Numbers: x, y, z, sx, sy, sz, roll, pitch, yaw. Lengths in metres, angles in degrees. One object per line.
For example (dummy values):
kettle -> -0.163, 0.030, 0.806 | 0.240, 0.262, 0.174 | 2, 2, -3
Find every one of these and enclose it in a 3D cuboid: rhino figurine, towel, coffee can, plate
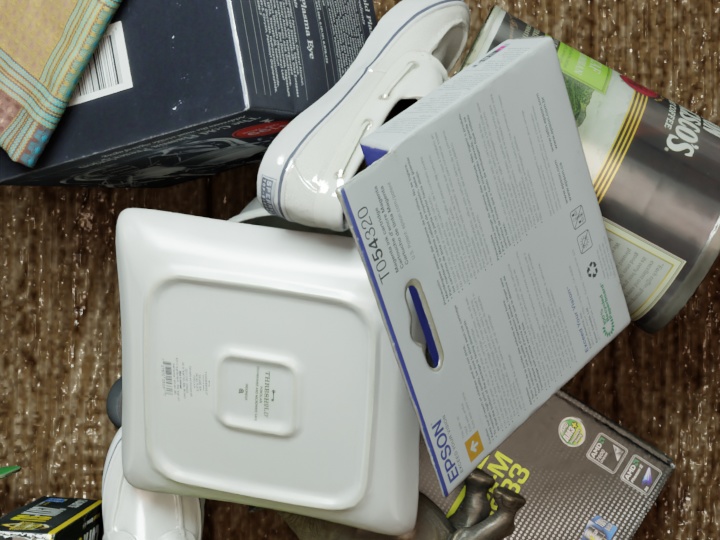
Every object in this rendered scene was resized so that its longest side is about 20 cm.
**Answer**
rhino figurine -> 0.002, 0.153, 0.964 | 0.199, 0.060, 0.088 | 20, 95, 4
towel -> -0.194, -0.182, 0.848 | 0.147, 0.022, 0.200 | 38, 106, 25
coffee can -> 0.143, -0.067, 0.982 | 0.199, 0.146, 0.147 | 28, 86, -1
plate -> -0.060, 0.069, 0.893 | 0.199, 0.032, 0.200 | 8, 115, 12

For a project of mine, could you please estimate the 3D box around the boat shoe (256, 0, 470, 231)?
boat shoe -> 0.023, -0.095, 0.866 | 0.070, 0.071, 0.200 | 23, 51, 26

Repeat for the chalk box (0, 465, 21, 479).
chalk box -> -0.330, 0.130, 0.960 | 0.199, 0.125, 0.125 | 11, 86, -1

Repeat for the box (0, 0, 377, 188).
box -> -0.110, -0.122, 0.919 | 0.199, 0.182, 0.105 | -12, 87, 29

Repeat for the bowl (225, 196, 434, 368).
bowl -> 0.000, 0.000, 0.953 | 0.200, 0.201, 0.091 | 22, 53, -1

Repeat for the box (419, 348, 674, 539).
box -> 0.086, 0.165, 1.017 | 0.193, 0.048, 0.200 | 33, 86, -2

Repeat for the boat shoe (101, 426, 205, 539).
boat shoe -> -0.139, 0.201, 0.981 | 0.073, 0.065, 0.201 | -4, 97, -5

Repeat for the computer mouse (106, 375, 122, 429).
computer mouse -> -0.078, 0.086, 1.025 | 0.199, 0.034, 0.059 | -2, 97, -10

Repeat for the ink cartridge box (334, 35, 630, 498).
ink cartridge box -> 0.068, -0.006, 0.841 | 0.200, 0.043, 0.197 | -36, 118, -36

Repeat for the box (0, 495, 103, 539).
box -> -0.206, 0.233, 0.923 | 0.049, 0.200, 0.161 | 4, 86, -1
